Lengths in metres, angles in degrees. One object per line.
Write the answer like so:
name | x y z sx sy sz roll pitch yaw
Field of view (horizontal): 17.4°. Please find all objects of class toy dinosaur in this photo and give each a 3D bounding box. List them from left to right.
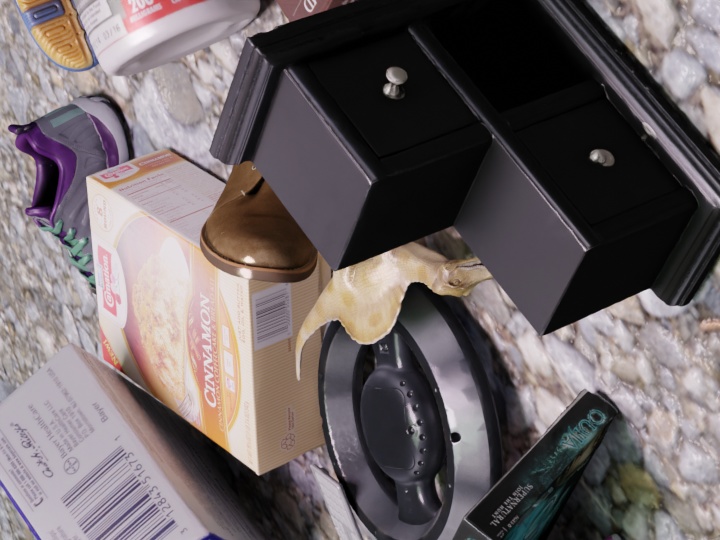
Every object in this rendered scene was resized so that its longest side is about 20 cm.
toy dinosaur | 0.000 0.000 1.451 0.199 0.058 0.102 -24 60 47

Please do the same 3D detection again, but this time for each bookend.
bookend | 0.060 -0.051 1.238 0.199 0.199 0.092 53 145 24

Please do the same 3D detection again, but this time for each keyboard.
keyboard | 0.011 0.224 1.597 0.201 0.011 0.056 68 171 -18

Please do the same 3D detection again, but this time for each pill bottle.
pill bottle | -0.152 -0.238 1.521 0.114 0.113 0.201 -26 87 57

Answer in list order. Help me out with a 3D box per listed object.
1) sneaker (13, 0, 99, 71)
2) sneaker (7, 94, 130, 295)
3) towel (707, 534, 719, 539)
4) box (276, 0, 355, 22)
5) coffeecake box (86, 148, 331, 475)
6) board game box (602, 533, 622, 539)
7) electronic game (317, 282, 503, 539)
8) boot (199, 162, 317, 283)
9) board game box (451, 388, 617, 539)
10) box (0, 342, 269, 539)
sneaker | -0.232 -0.225 1.701 0.201 0.075 0.088 67 160 15
sneaker | -0.207 -0.025 1.748 0.074 0.087 0.201 0 108 56
towel | 0.242 0.203 1.168 0.200 0.034 0.194 -32 65 34
box | -0.041 -0.245 1.395 0.201 0.075 0.100 56 145 17
coffeecake box | -0.105 0.025 1.640 0.200 0.073 0.154 31 133 45
board game box | 0.064 0.264 1.411 0.041 0.199 0.200 49 142 24
electronic game | 0.030 0.097 1.511 0.200 0.041 0.201 29 125 52
boot | -0.057 -0.052 1.461 0.200 0.073 0.076 -91 11 -66
board game box | 0.078 0.171 1.398 0.028 0.135 0.201 37 139 13
box | -0.160 0.173 1.688 0.184 0.105 0.200 51 -177 26
